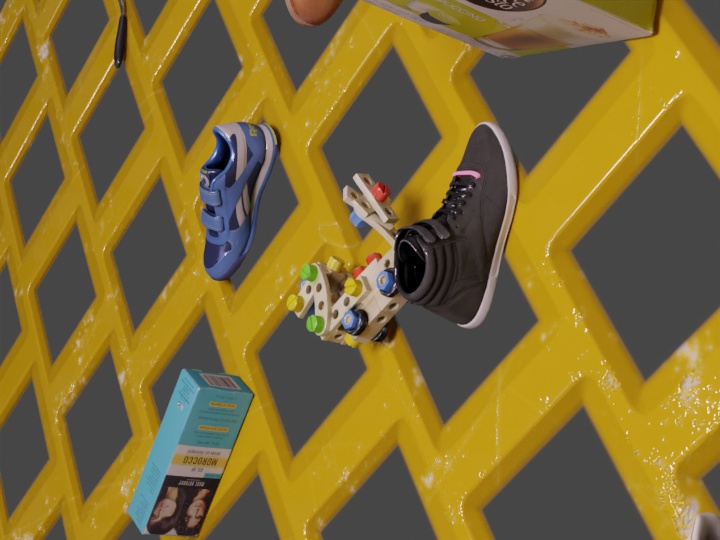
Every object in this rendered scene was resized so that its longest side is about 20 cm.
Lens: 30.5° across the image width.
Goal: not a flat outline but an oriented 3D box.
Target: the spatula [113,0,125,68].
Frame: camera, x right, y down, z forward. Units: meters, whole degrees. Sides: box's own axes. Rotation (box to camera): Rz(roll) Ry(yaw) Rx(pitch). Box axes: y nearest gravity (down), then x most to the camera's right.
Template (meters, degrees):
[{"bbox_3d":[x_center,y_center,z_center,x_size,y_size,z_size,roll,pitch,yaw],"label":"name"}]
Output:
[{"bbox_3d":[-0.367,-0.400,2.004,0.056,0.020,0.203,-34,57,58],"label":"spatula"}]

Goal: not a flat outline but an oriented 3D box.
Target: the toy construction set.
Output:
[{"bbox_3d":[0.000,0.000,1.381,0.201,0.091,0.132,-61,39,39],"label":"toy construction set"}]

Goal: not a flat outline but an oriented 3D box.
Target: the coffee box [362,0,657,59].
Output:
[{"bbox_3d":[0.142,-0.323,1.182,0.196,0.198,0.204,3,83,52],"label":"coffee box"}]

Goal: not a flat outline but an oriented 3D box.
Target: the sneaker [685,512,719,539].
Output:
[{"bbox_3d":[0.301,0.227,0.934,0.199,0.077,0.081,11,95,54],"label":"sneaker"}]

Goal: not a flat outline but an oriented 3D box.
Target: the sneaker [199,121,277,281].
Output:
[{"bbox_3d":[-0.168,-0.088,1.619,0.074,0.081,0.203,22,101,50],"label":"sneaker"}]

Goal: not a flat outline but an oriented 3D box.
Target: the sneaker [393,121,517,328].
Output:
[{"bbox_3d":[0.088,-0.052,1.265,0.070,0.098,0.204,4,82,54],"label":"sneaker"}]

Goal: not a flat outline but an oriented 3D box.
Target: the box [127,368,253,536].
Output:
[{"bbox_3d":[-0.205,0.221,1.587,0.049,0.081,0.203,39,112,48],"label":"box"}]

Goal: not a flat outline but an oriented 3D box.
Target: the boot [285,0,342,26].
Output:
[{"bbox_3d":[0.012,-0.287,1.123,0.154,0.073,0.203,39,115,46],"label":"boot"}]
